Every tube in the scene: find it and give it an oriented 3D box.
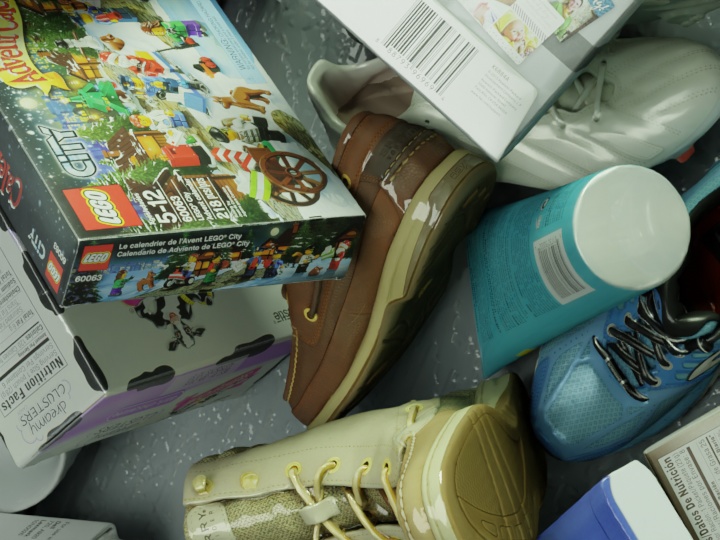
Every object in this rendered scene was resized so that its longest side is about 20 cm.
[{"bbox_3d":[0.079,-0.002,1.216,0.200,0.050,0.078,154,116,-72],"label":"tube"}]

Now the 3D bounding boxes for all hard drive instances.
[{"bbox_3d":[0.116,0.168,1.223,0.132,0.025,0.200,59,160,11],"label":"hard drive"}]

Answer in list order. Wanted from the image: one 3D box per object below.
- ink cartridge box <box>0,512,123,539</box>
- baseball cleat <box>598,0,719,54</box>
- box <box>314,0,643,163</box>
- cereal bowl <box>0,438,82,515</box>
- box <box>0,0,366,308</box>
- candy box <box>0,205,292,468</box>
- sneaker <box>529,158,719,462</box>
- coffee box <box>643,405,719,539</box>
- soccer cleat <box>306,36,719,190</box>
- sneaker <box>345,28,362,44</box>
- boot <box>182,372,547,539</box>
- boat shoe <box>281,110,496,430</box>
[{"bbox_3d":[-0.205,0.203,1.454,0.199,0.084,0.145,2,118,33],"label":"ink cartridge box"},{"bbox_3d":[0.150,-0.157,1.179,0.199,0.070,0.107,-10,80,14],"label":"baseball cleat"},{"bbox_3d":[0.064,-0.169,1.131,0.156,0.041,0.200,41,105,2],"label":"box"},{"bbox_3d":[-0.216,0.027,1.429,0.199,0.083,0.200,18,139,16],"label":"cereal bowl"},{"bbox_3d":[-0.103,-0.067,1.233,0.200,0.136,0.038,55,138,39],"label":"box"},{"bbox_3d":[-0.135,-0.023,1.338,0.072,0.168,0.200,-39,77,33],"label":"candy box"},{"bbox_3d":[0.131,0.010,1.209,0.078,0.090,0.200,44,120,9],"label":"sneaker"},{"bbox_3d":[0.230,0.053,1.143,0.200,0.114,0.080,-33,81,34],"label":"coffee box"},{"bbox_3d":[0.065,-0.072,1.243,0.200,0.078,0.069,-7,53,36],"label":"soccer cleat"},{"bbox_3d":[0.055,-0.193,1.249,0.200,0.076,0.116,-36,72,24],"label":"sneaker"},{"bbox_3d":[-0.005,0.102,1.231,0.155,0.200,0.073,-15,98,11],"label":"boot"},{"bbox_3d":[0.000,0.000,1.283,0.067,0.072,0.200,36,142,10],"label":"boat shoe"}]
